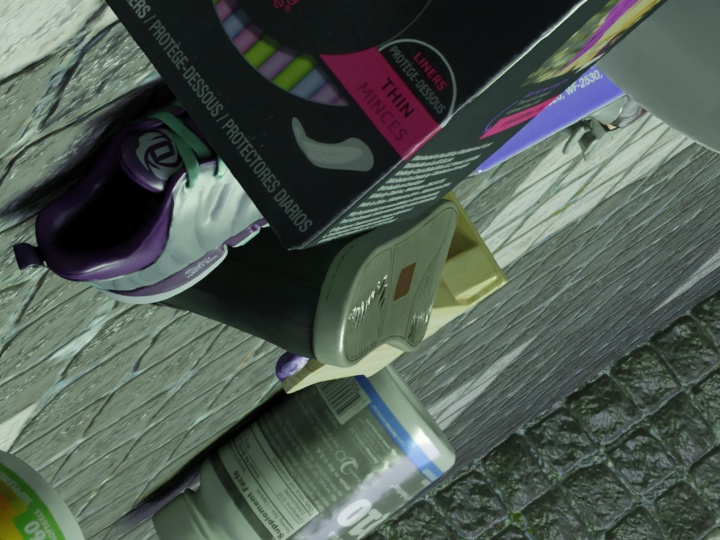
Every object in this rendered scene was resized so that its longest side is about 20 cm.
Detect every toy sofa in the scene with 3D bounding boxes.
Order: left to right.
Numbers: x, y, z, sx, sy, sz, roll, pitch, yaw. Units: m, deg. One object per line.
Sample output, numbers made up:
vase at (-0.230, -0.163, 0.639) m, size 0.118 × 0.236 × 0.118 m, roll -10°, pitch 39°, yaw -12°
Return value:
toy sofa at (0.000, 0.000, 1.557) m, size 0.097 × 0.083 × 0.200 m, roll -34°, pitch 172°, yaw 13°

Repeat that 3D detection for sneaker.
sneaker at (-0.043, -0.052, 1.148) m, size 0.200 × 0.075 × 0.087 m, roll -40°, pitch 166°, yaw 18°
sneaker at (-0.024, -0.009, 1.353) m, size 0.200 × 0.106 × 0.075 m, roll -12°, pitch 118°, yaw -74°

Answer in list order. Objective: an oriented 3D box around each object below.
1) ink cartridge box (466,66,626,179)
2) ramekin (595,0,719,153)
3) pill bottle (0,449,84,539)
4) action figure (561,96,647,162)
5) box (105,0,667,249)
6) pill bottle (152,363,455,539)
ink cartridge box at (0.103, -0.097, 1.391) m, size 0.198 × 0.044 × 0.200 m, roll -30°, pitch -174°, yaw -24°
ramekin at (0.148, -0.143, 1.051) m, size 0.098 × 0.201 × 0.201 m, roll -41°, pitch 174°, yaw -29°
pill bottle at (-0.234, 0.175, 1.422) m, size 0.200 × 0.111 × 0.111 m, roll -31°, pitch 169°, yaw -41°
action figure at (0.177, -0.129, 1.675) m, size 0.199 × 0.070 × 0.130 m, roll -26°, pitch 173°, yaw -38°
box at (0.032, -0.116, 0.935) m, size 0.200 × 0.122 × 0.106 m, roll -41°, pitch 171°, yaw 21°
pill bottle at (-0.042, 0.150, 2.077) m, size 0.200 × 0.114 × 0.114 m, roll -38°, pitch 172°, yaw 4°
